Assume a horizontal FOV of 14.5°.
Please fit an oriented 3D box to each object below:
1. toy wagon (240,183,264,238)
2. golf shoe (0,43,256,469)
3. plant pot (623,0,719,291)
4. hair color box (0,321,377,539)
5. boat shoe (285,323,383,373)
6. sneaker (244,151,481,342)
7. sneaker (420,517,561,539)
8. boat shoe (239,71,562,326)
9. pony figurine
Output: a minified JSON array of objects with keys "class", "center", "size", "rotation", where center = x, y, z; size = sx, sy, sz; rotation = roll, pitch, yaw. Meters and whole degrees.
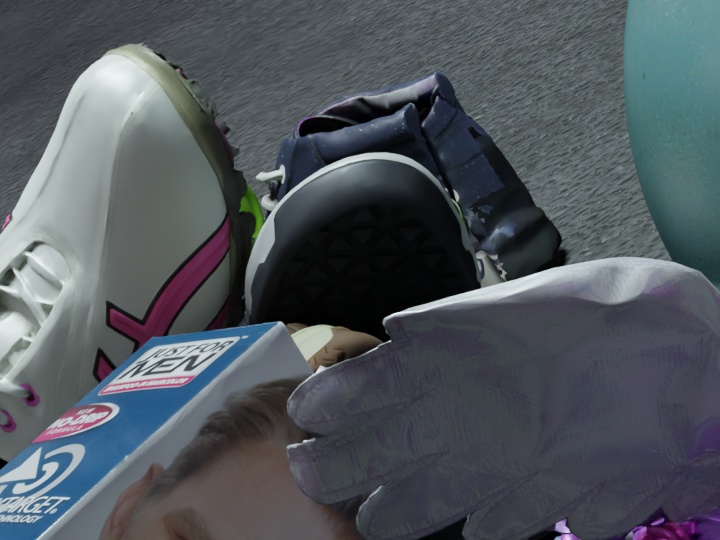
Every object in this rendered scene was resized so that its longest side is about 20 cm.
[{"class":"toy wagon","center":[-0.112,0.007,1.111],"size":[0.155,0.040,0.200],"rotation":[-19,13,24]},{"class":"golf shoe","center":[-0.090,0.024,0.871],"size":[0.073,0.200,0.092],"rotation":[36,42,27]},{"class":"plant pot","center":[0.168,-0.087,0.939],"size":[0.200,0.134,0.200],"rotation":[-28,16,9]},{"class":"hair color box","center":[-0.073,0.109,0.682],"size":[0.061,0.100,0.200],"rotation":[-10,27,51]},{"class":"boat shoe","center":[-0.073,0.085,0.784],"size":[0.075,0.075,0.202],"rotation":[12,39,44]},{"class":"sneaker","center":[0.000,0.000,0.902],"size":[0.072,0.083,0.200],"rotation":[-10,-26,1]},{"class":"sneaker","center":[-0.005,0.081,0.849],"size":[0.200,0.075,0.088],"rotation":[-27,16,18]},{"class":"boat shoe","center":[-0.018,-0.017,1.145],"size":[0.200,0.093,0.075],"rotation":[-19,19,36]},{"class":"pony figurine","center":[0.096,0.061,0.630],"size":[0.193,0.167,0.200],"rotation":[-24,0,-2]}]
